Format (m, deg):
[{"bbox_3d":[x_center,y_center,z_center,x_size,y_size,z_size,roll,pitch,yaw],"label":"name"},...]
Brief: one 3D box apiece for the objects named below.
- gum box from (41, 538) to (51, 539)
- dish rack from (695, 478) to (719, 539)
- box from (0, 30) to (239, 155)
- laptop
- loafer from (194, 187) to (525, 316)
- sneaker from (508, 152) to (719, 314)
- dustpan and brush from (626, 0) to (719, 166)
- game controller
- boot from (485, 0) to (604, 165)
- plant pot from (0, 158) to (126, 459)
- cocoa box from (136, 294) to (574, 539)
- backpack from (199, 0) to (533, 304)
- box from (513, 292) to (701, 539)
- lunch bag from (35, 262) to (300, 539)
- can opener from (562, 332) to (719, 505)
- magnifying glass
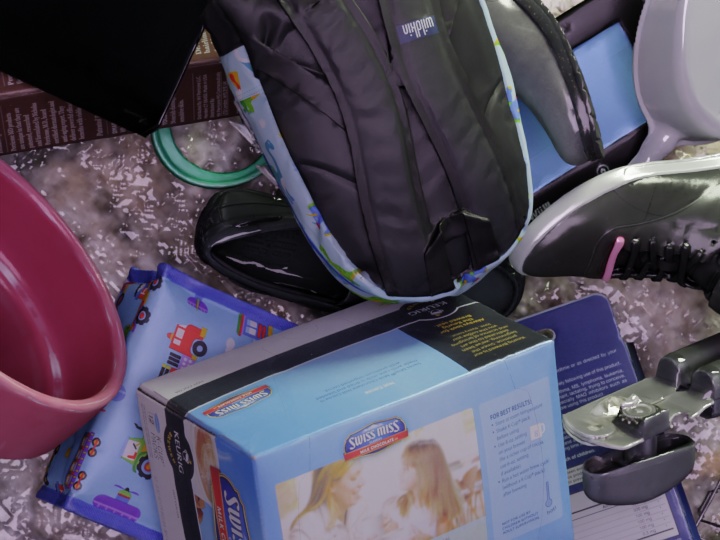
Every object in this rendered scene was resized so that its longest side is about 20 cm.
[{"bbox_3d":[-0.147,0.257,1.487,0.200,0.066,0.114,39,84,-5],"label":"gum box"},{"bbox_3d":[0.295,0.136,1.560,0.153,0.055,0.200,30,84,-7],"label":"dish rack"},{"bbox_3d":[-0.165,-0.132,1.481,0.200,0.075,0.100,-9,64,-9],"label":"box"},{"bbox_3d":[-0.141,-0.193,1.470,0.177,0.200,0.103,25,127,11],"label":"laptop"},{"bbox_3d":[0.000,0.000,1.509,0.200,0.070,0.068,12,112,-6],"label":"loafer"},{"bbox_3d":[0.191,-0.009,1.499,0.200,0.071,0.099,-13,57,-24],"label":"sneaker"},{"bbox_3d":[0.201,-0.103,1.535,0.139,0.057,0.200,29,85,-32],"label":"dustpan and brush"},{"bbox_3d":[0.125,-0.097,1.551,0.200,0.042,0.104,-32,92,-7],"label":"game controller"},{"bbox_3d":[0.051,-0.125,1.506,0.132,0.070,0.200,-28,72,1],"label":"boot"},{"bbox_3d":[-0.260,0.045,1.415,0.179,0.200,0.200,-40,94,22],"label":"plant pot"},{"bbox_3d":[0.000,0.107,1.416,0.200,0.131,0.134,-20,116,-27],"label":"cocoa box"},{"bbox_3d":[0.016,-0.079,1.414,0.163,0.154,0.200,-26,83,-16],"label":"backpack"},{"bbox_3d":[0.127,0.124,1.521,0.121,0.032,0.200,-20,85,15],"label":"box"},{"bbox_3d":[-0.066,0.104,1.501,0.200,0.094,0.151,25,82,-16],"label":"lunch bag"},{"bbox_3d":[0.200,0.080,1.495,0.200,0.053,0.067,-19,117,-35],"label":"can opener"},{"bbox_3d":[-0.034,-0.115,1.540,0.200,0.022,0.080,-27,91,-9],"label":"magnifying glass"}]
